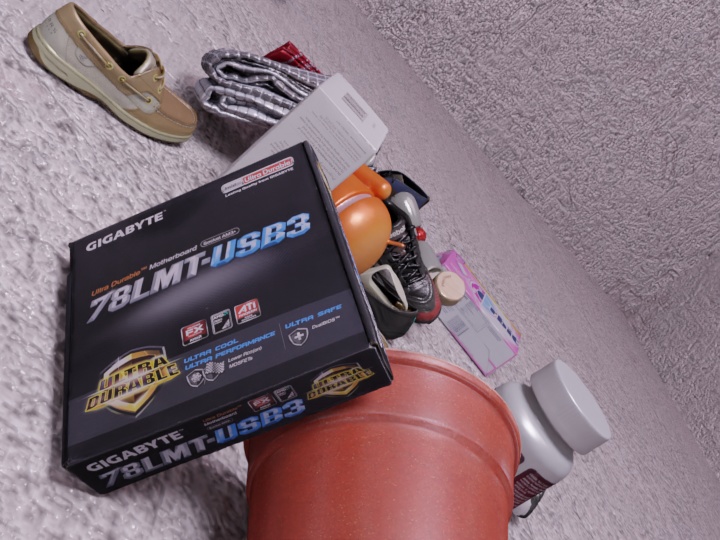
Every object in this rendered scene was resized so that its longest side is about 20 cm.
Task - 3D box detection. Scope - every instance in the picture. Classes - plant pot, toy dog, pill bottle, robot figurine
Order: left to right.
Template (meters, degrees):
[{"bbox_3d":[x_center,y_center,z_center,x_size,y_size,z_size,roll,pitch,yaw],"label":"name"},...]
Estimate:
[{"bbox_3d":[-0.047,-0.068,0.902,0.200,0.117,0.144,44,31,20],"label":"robot figurine"},{"bbox_3d":[0.009,0.188,0.486,0.201,0.201,0.195,43,28,-25],"label":"plant pot"},{"bbox_3d":[0.066,-0.014,1.128,0.096,0.132,0.200,-7,47,-32],"label":"toy dog"},{"bbox_3d":[0.143,0.182,0.787,0.110,0.200,0.110,45,20,-21],"label":"pill bottle"}]

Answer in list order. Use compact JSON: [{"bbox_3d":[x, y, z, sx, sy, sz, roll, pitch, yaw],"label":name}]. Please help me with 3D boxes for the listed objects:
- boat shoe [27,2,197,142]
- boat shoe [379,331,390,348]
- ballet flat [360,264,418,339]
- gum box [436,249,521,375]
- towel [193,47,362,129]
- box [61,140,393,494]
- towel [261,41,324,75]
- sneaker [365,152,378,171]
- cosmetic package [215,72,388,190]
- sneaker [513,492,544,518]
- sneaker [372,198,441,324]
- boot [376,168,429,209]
[{"bbox_3d":[-0.236,-0.198,0.797,0.200,0.066,0.074,27,31,-51],"label":"boat shoe"},{"bbox_3d":[-0.036,0.040,0.804,0.076,0.072,0.200,26,21,-53],"label":"boat shoe"},{"bbox_3d":[0.000,0.000,0.985,0.200,0.068,0.068,47,21,-13],"label":"ballet flat"},{"bbox_3d":[0.177,0.062,1.286,0.200,0.066,0.113,52,20,-1],"label":"gum box"},{"bbox_3d":[-0.099,-0.216,0.956,0.200,0.086,0.166,12,11,-19],"label":"towel"},{"bbox_3d":[-0.099,0.022,0.520,0.050,0.200,0.199,64,5,-49],"label":"box"},{"bbox_3d":[-0.087,-0.230,1.107,0.200,0.144,0.023,38,51,-35],"label":"towel"},{"bbox_3d":[-0.003,-0.125,1.106,0.199,0.130,0.080,33,28,-43],"label":"sneaker"},{"bbox_3d":[-0.077,-0.098,0.780,0.085,0.200,0.108,47,22,-11],"label":"cosmetic package"},{"bbox_3d":[0.194,0.243,1.023,0.077,0.076,0.200,25,25,-10],"label":"sneaker"},{"bbox_3d":[0.047,-0.020,1.026,0.201,0.071,0.098,60,-14,7],"label":"sneaker"},{"bbox_3d":[0.021,-0.147,1.251,0.200,0.097,0.075,44,20,-24],"label":"boot"}]
